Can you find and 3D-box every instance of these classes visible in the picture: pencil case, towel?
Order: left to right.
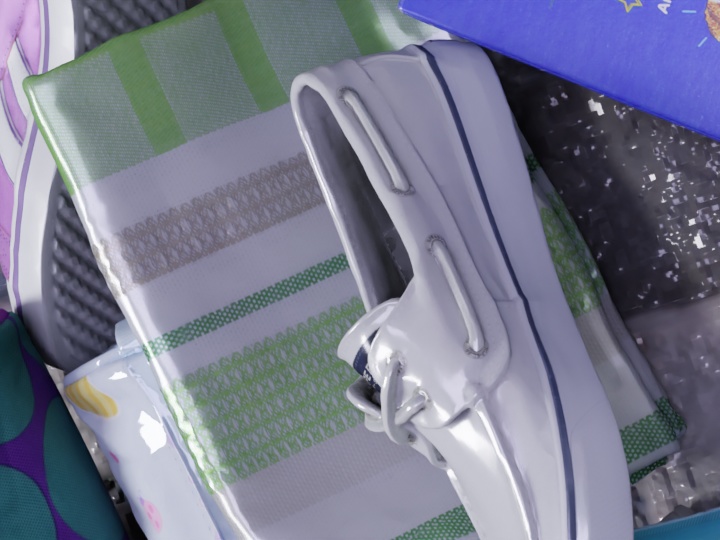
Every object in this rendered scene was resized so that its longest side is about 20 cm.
[{"bbox_3d":[-0.112,0.117,0.950,0.085,0.092,0.200,-13,107,51],"label":"pencil case"},{"bbox_3d":[-0.024,0.103,0.936,0.083,0.091,0.200,-27,85,21],"label":"pencil case"},{"bbox_3d":[0.000,0.000,0.904,0.149,0.031,0.200,-26,86,-21],"label":"towel"}]

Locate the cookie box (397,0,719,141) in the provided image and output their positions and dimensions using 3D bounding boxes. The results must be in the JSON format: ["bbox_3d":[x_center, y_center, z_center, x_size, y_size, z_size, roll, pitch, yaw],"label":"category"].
[{"bbox_3d":[0.135,-0.124,0.860,0.200,0.075,0.172,24,105,17],"label":"cookie box"}]

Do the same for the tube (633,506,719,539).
[{"bbox_3d":[0.114,0.164,0.889,0.050,0.077,0.201,26,126,60],"label":"tube"}]

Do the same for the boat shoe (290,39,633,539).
[{"bbox_3d":[0.025,0.025,0.852,0.065,0.074,0.200,-8,61,-18],"label":"boat shoe"}]

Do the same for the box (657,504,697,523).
[{"bbox_3d":[0.078,0.175,0.932,0.041,0.039,0.201,25,104,16],"label":"box"}]

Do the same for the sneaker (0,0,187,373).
[{"bbox_3d":[-0.115,-0.071,0.975,0.114,0.073,0.201,13,106,39],"label":"sneaker"}]
